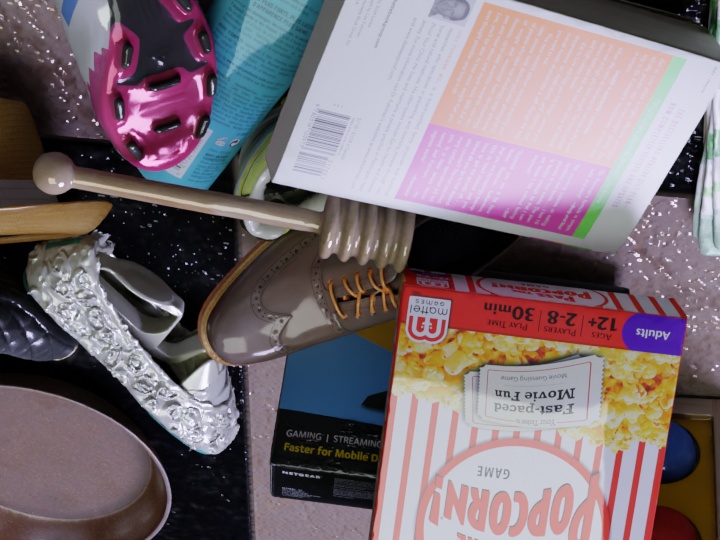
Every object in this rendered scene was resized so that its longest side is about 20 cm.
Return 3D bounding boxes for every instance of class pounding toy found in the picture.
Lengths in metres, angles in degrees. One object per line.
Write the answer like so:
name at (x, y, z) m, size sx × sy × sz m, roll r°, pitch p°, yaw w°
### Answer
pounding toy at (0.135, 0.163, 1.076) m, size 0.200 × 0.184 × 0.142 m, roll 3°, pitch 136°, yaw 6°

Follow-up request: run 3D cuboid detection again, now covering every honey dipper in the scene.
honey dipper at (-0.071, -0.036, 0.898) m, size 0.200 × 0.038 × 0.038 m, roll 12°, pitch 136°, yaw -5°

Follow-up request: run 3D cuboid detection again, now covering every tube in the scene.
tube at (-0.058, -0.120, 0.919) m, size 0.077 × 0.050 × 0.200 m, roll 23°, pitch 131°, yaw -22°

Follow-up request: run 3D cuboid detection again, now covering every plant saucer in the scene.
plant saucer at (-0.230, 0.136, 1.214) m, size 0.200 × 0.035 × 0.200 m, roll 4°, pitch 135°, yaw 4°

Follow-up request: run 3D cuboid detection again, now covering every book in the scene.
book at (0.067, -0.083, 0.872) m, size 0.200 × 0.048 × 0.134 m, roll 12°, pitch 122°, yaw -21°

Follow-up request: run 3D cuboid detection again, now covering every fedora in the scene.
fedora at (-0.239, -0.054, 0.960) m, size 0.200 × 0.082 × 0.201 m, roll -4°, pitch 180°, yaw 0°

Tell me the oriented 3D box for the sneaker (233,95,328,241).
sneaker at (0.009, -0.078, 0.927) m, size 0.075 × 0.076 × 0.200 m, roll 35°, pitch 129°, yaw -23°

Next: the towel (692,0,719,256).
towel at (0.258, -0.083, 0.920) m, size 0.152 × 0.023 × 0.200 m, roll -1°, pitch 135°, yaw 9°

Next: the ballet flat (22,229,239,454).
ballet flat at (-0.128, 0.046, 1.081) m, size 0.072 × 0.072 × 0.200 m, roll -23°, pitch 129°, yaw 29°

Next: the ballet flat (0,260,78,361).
ballet flat at (-0.233, 0.028, 1.031) m, size 0.057 × 0.066 × 0.200 m, roll -43°, pitch 160°, yaw 10°

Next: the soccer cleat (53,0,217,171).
soccer cleat at (-0.125, -0.147, 0.878) m, size 0.070 × 0.086 × 0.200 m, roll -25°, pitch 130°, yaw -18°

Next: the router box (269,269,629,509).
router box at (0.054, 0.071, 1.017) m, size 0.200 × 0.149 × 0.051 m, roll 7°, pitch 149°, yaw 1°

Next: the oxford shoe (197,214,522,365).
oxford shoe at (0.000, 0.000, 0.960) m, size 0.200 × 0.073 × 0.071 m, roll -29°, pitch 108°, yaw 1°

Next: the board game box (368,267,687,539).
board game box at (0.084, 0.107, 0.928) m, size 0.151 × 0.046 × 0.200 m, roll 6°, pitch 103°, yaw -1°
